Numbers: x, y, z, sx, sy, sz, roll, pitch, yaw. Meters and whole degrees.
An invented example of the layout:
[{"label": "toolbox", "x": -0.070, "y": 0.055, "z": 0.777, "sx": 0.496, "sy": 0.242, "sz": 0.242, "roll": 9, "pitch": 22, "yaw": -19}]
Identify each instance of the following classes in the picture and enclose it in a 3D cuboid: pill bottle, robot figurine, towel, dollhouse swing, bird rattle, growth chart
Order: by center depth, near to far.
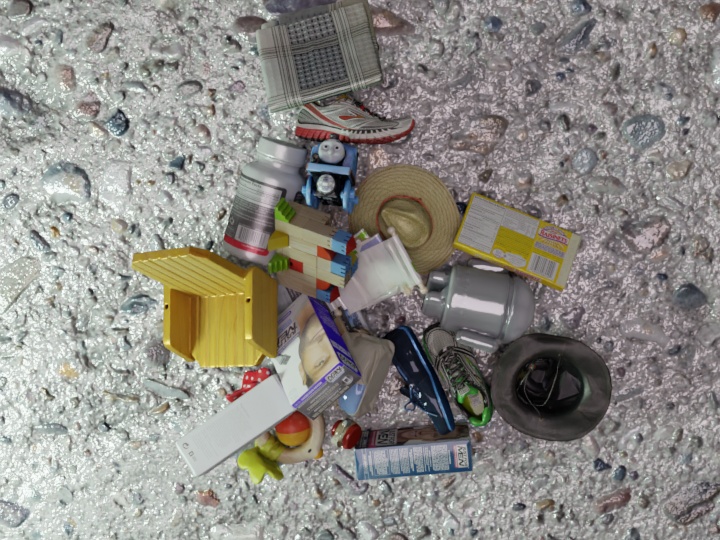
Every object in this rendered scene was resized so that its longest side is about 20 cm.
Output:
[{"label": "towel", "x": -0.068, "y": -0.355, "z": 1.539, "sx": 0.192, "sy": 0.035, "sz": 0.200, "roll": -14, "pitch": 57, "yaw": 6}, {"label": "dollhouse swing", "x": -0.266, "y": 0.065, "z": 1.562, "sx": 0.200, "sy": 0.176, "sz": 0.182, "roll": -5, "pitch": 82, "yaw": 32}, {"label": "pill bottle", "x": -0.154, "y": -0.117, "z": 1.602, "sx": 0.111, "sy": 0.111, "sz": 0.200, "roll": 18, "pitch": 100, "yaw": 1}, {"label": "robot figurine", "x": 0.205, "y": 0.056, "z": 1.604, "sx": 0.200, "sy": 0.113, "sz": 0.170, "roll": 11, "pitch": 65, "yaw": 2}, {"label": "growth chart", "x": 0.000, "y": 0.000, "z": 1.604, "sx": 0.200, "sy": 0.018, "sz": 0.145, "roll": -19, "pitch": 100, "yaw": 29}, {"label": "bird rattle", "x": -0.142, "y": 0.268, "z": 1.679, "sx": 0.163, "sy": 0.113, "sz": 0.200, "roll": -4, "pitch": 87, "yaw": 7}]

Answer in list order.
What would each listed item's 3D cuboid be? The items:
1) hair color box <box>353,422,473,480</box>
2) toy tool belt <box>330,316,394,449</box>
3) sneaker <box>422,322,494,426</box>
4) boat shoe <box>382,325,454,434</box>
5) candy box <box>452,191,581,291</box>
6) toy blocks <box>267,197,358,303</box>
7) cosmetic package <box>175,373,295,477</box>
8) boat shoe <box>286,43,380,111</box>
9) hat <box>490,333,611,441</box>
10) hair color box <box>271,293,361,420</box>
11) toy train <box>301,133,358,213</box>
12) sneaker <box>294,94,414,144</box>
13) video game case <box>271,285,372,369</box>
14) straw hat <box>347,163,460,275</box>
[{"label": "hair color box", "x": 0.092, "y": 0.313, "z": 1.662, "sx": 0.200, "sy": 0.100, "sz": 0.061, "roll": -5, "pitch": 98, "yaw": 4}, {"label": "toy tool belt", "x": -0.031, "y": 0.190, "z": 1.632, "sx": 0.123, "sy": 0.125, "sz": 0.200, "roll": 26, "pitch": 101, "yaw": 28}, {"label": "sneaker", "x": 0.175, "y": 0.177, "z": 1.641, "sx": 0.078, "sy": 0.085, "sz": 0.200, "roll": -32, "pitch": 95, "yaw": 8}, {"label": "boat shoe", "x": 0.098, "y": 0.195, "z": 1.657, "sx": 0.069, "sy": 0.084, "sz": 0.200, "roll": -28, "pitch": 76, "yaw": 10}, {"label": "candy box", "x": 0.263, "y": -0.048, "z": 1.607, "sx": 0.200, "sy": 0.026, "sz": 0.102, "roll": 23, "pitch": 68, "yaw": 0}, {"label": "toy blocks", "x": -0.066, "y": -0.023, "z": 1.555, "sx": 0.137, "sy": 0.100, "sz": 0.200, "roll": 20, "pitch": 138, "yaw": 15}, {"label": "cosmetic package", "x": -0.196, "y": 0.253, "z": 1.582, "sx": 0.200, "sy": 0.102, "sz": 0.074, "roll": -34, "pitch": 84, "yaw": 4}, {"label": "boat shoe", "x": -0.061, "y": -0.331, "z": 1.568, "sx": 0.200, "sy": 0.067, "sz": 0.057, "roll": -30, "pitch": 140, "yaw": 1}, {"label": "hat", "x": 0.325, "y": 0.196, "z": 1.639, "sx": 0.200, "sy": 0.081, "sz": 0.201, "roll": 1, "pitch": 93, "yaw": 10}, {"label": "hair color box", "x": -0.084, "y": 0.137, "z": 1.573, "sx": 0.109, "sy": 0.200, "sz": 0.065, "roll": -43, "pitch": 129, "yaw": 9}, {"label": "toy train", "x": -0.046, "y": -0.155, "z": 1.548, "sx": 0.087, "sy": 0.200, "sz": 0.114, "roll": 5, "pitch": 89, "yaw": 3}, {"label": "sneaker", "x": -0.009, "y": -0.252, "z": 1.583, "sx": 0.200, "sy": 0.078, "sz": 0.082, "roll": 5, "pitch": 94, "yaw": 7}, {"label": "video game case", "x": -0.082, "y": 0.104, "z": 1.679, "sx": 0.182, "sy": 0.023, "sz": 0.200, "roll": -24, "pitch": 96, "yaw": 8}, {"label": "straw hat", "x": 0.075, "y": -0.079, "z": 1.605, "sx": 0.201, "sy": 0.085, "sz": 0.201, "roll": 1, "pitch": 100, "yaw": 4}]
